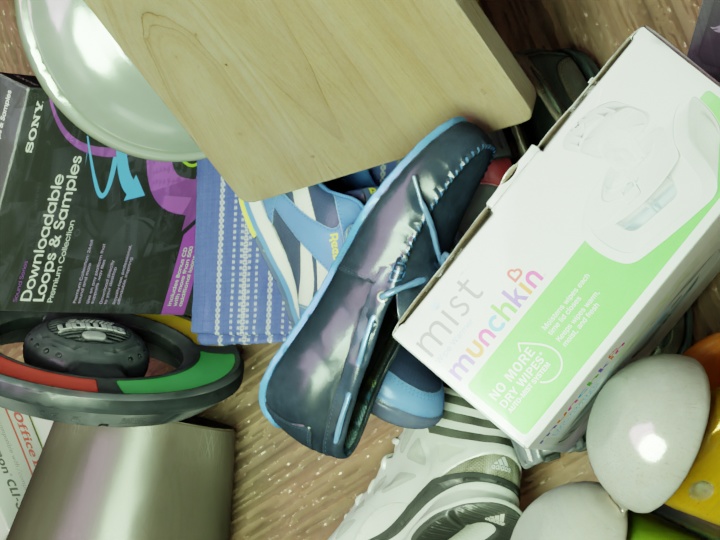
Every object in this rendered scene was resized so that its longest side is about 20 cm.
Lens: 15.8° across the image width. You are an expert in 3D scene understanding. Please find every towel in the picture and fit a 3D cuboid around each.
[{"bbox_3d":[-0.026,-0.027,1.577,0.200,0.024,0.145,-2,86,39],"label":"towel"}]

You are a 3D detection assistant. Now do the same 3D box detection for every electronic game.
[{"bbox_3d":[-0.172,0.051,1.622,0.200,0.200,0.042,23,111,39],"label":"electronic game"}]

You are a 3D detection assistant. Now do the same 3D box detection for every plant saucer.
[{"bbox_3d":[-0.103,-0.164,1.536,0.050,0.200,0.201,-171,85,-66],"label":"plant saucer"}]

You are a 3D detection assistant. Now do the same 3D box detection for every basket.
[{"bbox_3d":[-0.156,0.186,1.644,0.180,0.136,0.201,12,89,-2],"label":"basket"}]

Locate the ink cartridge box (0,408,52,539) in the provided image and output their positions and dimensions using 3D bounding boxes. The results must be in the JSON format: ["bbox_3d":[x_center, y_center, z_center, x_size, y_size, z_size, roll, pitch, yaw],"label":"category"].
[{"bbox_3d":[-0.271,0.159,1.788,0.200,0.067,0.117,-42,63,32],"label":"ink cartridge box"}]

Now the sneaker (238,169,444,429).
[{"bbox_3d":[0.000,0.000,1.493,0.082,0.074,0.200,-42,63,26],"label":"sneaker"}]

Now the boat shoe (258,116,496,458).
[{"bbox_3d":[0.024,0.013,1.413,0.069,0.084,0.200,38,110,23],"label":"boat shoe"}]

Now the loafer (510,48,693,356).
[{"bbox_3d":[0.124,-0.034,1.461,0.072,0.063,0.200,-33,68,35],"label":"loafer"}]

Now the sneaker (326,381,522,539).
[{"bbox_3d":[0.034,0.132,1.544,0.200,0.076,0.116,-36,40,46],"label":"sneaker"}]

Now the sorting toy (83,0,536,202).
[{"bbox_3d":[-0.030,-0.151,1.417,0.198,0.200,0.070,-15,38,32],"label":"sorting toy"}]

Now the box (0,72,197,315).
[{"bbox_3d":[-0.163,-0.044,1.617,0.036,0.200,0.143,24,104,38],"label":"box"}]

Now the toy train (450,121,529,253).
[{"bbox_3d":[0.053,-0.022,1.543,0.046,0.034,0.200,35,111,47],"label":"toy train"}]

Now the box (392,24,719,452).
[{"bbox_3d":[0.124,-0.012,1.338,0.097,0.176,0.200,40,93,11],"label":"box"}]

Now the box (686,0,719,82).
[{"bbox_3d":[0.268,-0.175,1.353,0.158,0.048,0.201,23,103,39],"label":"box"}]

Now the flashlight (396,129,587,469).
[{"bbox_3d":[0.079,0.011,1.467,0.068,0.068,0.200,-18,83,0],"label":"flashlight"}]

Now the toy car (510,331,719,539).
[{"bbox_3d":[0.176,0.120,1.368,0.200,0.175,0.150,-60,20,22],"label":"toy car"}]
